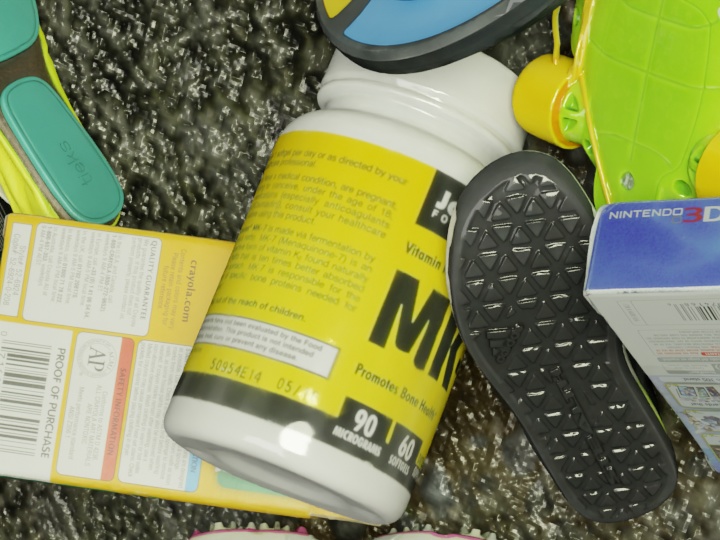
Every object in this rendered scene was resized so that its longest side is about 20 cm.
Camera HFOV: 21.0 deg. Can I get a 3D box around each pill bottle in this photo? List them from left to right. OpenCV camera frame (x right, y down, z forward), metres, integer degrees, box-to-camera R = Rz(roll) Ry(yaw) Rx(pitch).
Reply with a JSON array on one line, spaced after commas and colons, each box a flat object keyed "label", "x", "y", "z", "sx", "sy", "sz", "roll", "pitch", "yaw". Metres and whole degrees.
[{"label": "pill bottle", "x": 0.000, "y": 0.000, "z": 0.856, "sx": 0.114, "sy": 0.114, "sz": 0.200, "roll": 16, "pitch": 76, "yaw": 24}]

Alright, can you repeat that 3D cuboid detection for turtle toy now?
[{"label": "turtle toy", "x": 0.146, "y": -0.072, "z": 0.811, "sx": 0.146, "sy": 0.101, "sz": 0.200, "roll": 30, "pitch": 118, "yaw": 44}]

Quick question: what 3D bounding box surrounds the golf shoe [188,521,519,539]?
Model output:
[{"label": "golf shoe", "x": 0.005, "y": 0.172, "z": 0.936, "sx": 0.200, "sy": 0.075, "sz": 0.092, "roll": -3, "pitch": 62, "yaw": 20}]

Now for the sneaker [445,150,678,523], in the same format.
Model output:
[{"label": "sneaker", "x": 0.084, "y": 0.024, "z": 0.848, "sx": 0.072, "sy": 0.083, "sz": 0.200, "roll": -16, "pitch": 124, "yaw": 8}]

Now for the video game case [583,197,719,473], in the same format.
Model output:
[{"label": "video game case", "x": 0.213, "y": 0.029, "z": 0.766, "sx": 0.200, "sy": 0.181, "sz": 0.046, "roll": -2, "pitch": 61, "yaw": 27}]

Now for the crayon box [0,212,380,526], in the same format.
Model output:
[{"label": "crayon box", "x": -0.079, "y": 0.050, "z": 0.938, "sx": 0.199, "sy": 0.052, "sz": 0.126, "roll": 8, "pitch": 83, "yaw": 4}]

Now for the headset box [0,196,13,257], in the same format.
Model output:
[{"label": "headset box", "x": -0.253, "y": 0.026, "z": 0.985, "sx": 0.093, "sy": 0.200, "sz": 0.174, "roll": -27, "pitch": 89, "yaw": 29}]

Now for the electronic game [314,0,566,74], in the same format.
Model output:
[{"label": "electronic game", "x": 0.057, "y": -0.167, "z": 0.806, "sx": 0.200, "sy": 0.200, "sz": 0.042, "roll": -31, "pitch": 128, "yaw": 29}]

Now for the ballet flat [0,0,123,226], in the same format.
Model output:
[{"label": "ballet flat", "x": -0.190, "y": -0.097, "z": 1.007, "sx": 0.067, "sy": 0.067, "sz": 0.200, "roll": -26, "pitch": 91, "yaw": 51}]
